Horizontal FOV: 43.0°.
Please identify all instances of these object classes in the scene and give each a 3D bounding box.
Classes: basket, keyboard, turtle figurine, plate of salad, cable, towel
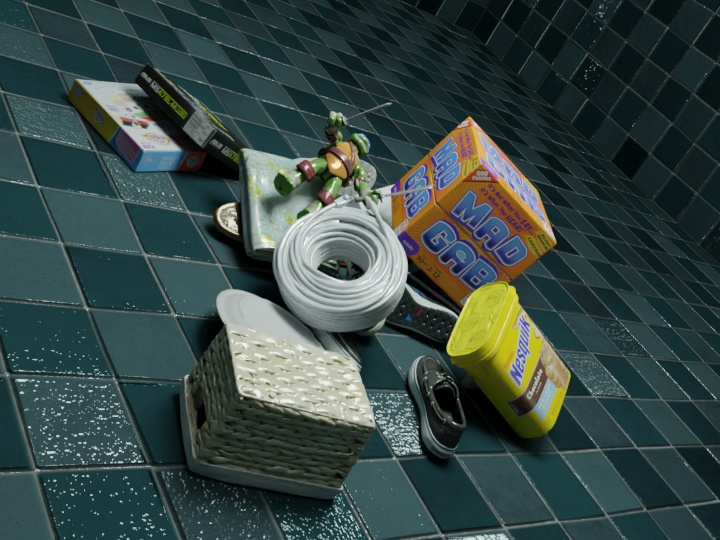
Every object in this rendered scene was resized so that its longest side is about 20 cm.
[{"bbox_3d":[-0.094,0.160,1.054,0.197,0.124,0.137,19,29,-29],"label":"basket"},{"bbox_3d":[0.132,0.048,1.598,0.199,0.021,0.127,37,2,-17],"label":"keyboard"},{"bbox_3d":[-0.025,-0.162,1.415,0.198,0.146,0.194,24,54,37],"label":"turtle figurine"},{"bbox_3d":[-0.114,0.098,1.221,0.198,0.048,0.201,35,16,-11],"label":"plate of salad"},{"bbox_3d":[-0.030,-0.004,1.317,0.197,0.070,0.201,-21,55,-22],"label":"cable"},{"bbox_3d":[-0.110,-0.095,1.458,0.168,0.048,0.204,13,54,-33],"label":"towel"}]

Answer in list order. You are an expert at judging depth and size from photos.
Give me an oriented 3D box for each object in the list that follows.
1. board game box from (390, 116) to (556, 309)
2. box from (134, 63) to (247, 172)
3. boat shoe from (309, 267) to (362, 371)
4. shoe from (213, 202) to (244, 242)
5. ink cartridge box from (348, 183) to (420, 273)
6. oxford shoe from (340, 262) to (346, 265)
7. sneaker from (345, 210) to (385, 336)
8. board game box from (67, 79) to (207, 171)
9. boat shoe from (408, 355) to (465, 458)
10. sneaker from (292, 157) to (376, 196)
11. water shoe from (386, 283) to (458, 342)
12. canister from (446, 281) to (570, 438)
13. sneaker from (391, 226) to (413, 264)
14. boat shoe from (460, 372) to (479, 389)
[{"bbox_3d":[0.188,-0.096,1.587,0.199,0.199,0.201,41,23,-21],"label":"board game box"},{"bbox_3d":[-0.277,-0.256,1.596,0.200,0.048,0.193,44,8,23],"label":"box"},{"bbox_3d":[-0.044,0.069,1.333,0.201,0.056,0.069,54,4,39],"label":"boat shoe"},{"bbox_3d":[-0.151,-0.058,1.474,0.196,0.053,0.071,12,56,-32],"label":"shoe"},{"bbox_3d":[0.060,-0.071,1.752,0.176,0.043,0.199,63,29,3],"label":"ink cartridge box"},{"bbox_3d":[-0.056,-0.068,1.566,0.197,0.074,0.072,21,26,-25],"label":"oxford shoe"},{"bbox_3d":[0.000,0.000,1.426,0.088,0.074,0.204,65,21,-58],"label":"sneaker"},{"bbox_3d":[-0.373,-0.243,1.536,0.200,0.041,0.152,45,27,22],"label":"board game box"},{"bbox_3d":[0.117,0.184,1.326,0.068,0.057,0.201,24,27,-19],"label":"boat shoe"},{"bbox_3d":[-0.067,-0.184,1.709,0.195,0.078,0.081,-1,19,-17],"label":"sneaker"},{"bbox_3d":[0.072,0.059,1.525,0.198,0.072,0.079,32,2,-13],"label":"water shoe"},{"bbox_3d":[0.234,0.141,1.411,0.201,0.086,0.150,49,50,-24],"label":"canister"},{"bbox_3d":[0.063,-0.052,1.631,0.199,0.065,0.080,-12,73,-62],"label":"sneaker"},{"bbox_3d":[0.227,0.160,1.504,0.071,0.071,0.200,38,24,15],"label":"boat shoe"}]
